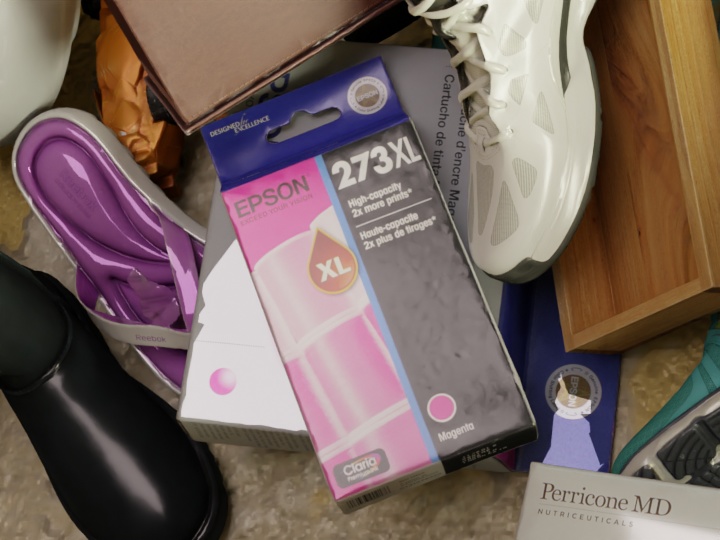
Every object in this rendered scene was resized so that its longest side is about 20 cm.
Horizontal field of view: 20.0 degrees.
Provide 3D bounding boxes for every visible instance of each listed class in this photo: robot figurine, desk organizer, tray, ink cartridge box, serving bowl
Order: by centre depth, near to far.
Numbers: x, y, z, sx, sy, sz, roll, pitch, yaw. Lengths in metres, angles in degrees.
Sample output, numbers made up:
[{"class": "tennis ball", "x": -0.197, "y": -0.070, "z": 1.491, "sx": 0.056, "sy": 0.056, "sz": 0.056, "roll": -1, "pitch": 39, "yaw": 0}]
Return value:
[{"class": "tray", "x": 0.119, "y": -0.072, "z": 0.909, "sx": 0.099, "sy": 0.037, "sz": 0.201, "roll": -30, "pitch": 62, "yaw": 52}, {"class": "ink cartridge box", "x": 0.000, "y": 0.000, "z": 0.916, "sx": 0.094, "sy": 0.037, "sz": 0.200, "roll": -21, "pitch": 70, "yaw": 0}, {"class": "desk organizer", "x": -0.023, "y": -0.156, "z": 0.940, "sx": 0.200, "sy": 0.077, "sz": 0.072, "roll": -32, "pitch": 33, "yaw": -5}, {"class": "ink cartridge box", "x": 0.027, "y": -0.009, "z": 0.954, "sx": 0.199, "sy": 0.043, "sz": 0.197, "roll": 4, "pitch": 72, "yaw": 10}, {"class": "serving bowl", "x": -0.187, "y": -0.161, "z": 1.069, "sx": 0.066, "sy": 0.200, "sz": 0.201, "roll": -5, "pitch": 63, "yaw": -19}, {"class": "robot figurine", "x": -0.087, "y": -0.142, "z": 1.072, "sx": 0.145, "sy": 0.058, "sz": 0.201, "roll": -11, "pitch": 67, "yaw": 19}]

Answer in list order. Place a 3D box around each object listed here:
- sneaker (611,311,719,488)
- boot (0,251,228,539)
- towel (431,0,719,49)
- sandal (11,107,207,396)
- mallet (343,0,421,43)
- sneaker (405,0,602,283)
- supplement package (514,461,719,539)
[{"class": "sneaker", "x": 0.183, "y": 0.033, "z": 0.895, "sx": 0.200, "sy": 0.078, "sz": 0.080, "roll": -45, "pitch": 41, "yaw": -4}, {"class": "boot", "x": -0.163, "y": 0.051, "z": 0.968, "sx": 0.076, "sy": 0.168, "sz": 0.200, "roll": -42, "pitch": 61, "yaw": 5}, {"class": "towel", "x": 0.131, "y": -0.166, "z": 1.010, "sx": 0.199, "sy": 0.022, "sz": 0.147, "roll": -2, "pitch": 70, "yaw": 22}, {"class": "sandal", "x": -0.108, "y": 0.004, "z": 1.006, "sx": 0.203, "sy": 0.050, "sz": 0.083, "roll": 43, "pitch": 115, "yaw": 15}, {"class": "mallet", "x": -0.036, "y": -0.196, "z": 1.024, "sx": 0.066, "sy": 0.041, "sz": 0.200, "roll": -41, "pitch": 78, "yaw": -6}, {"class": "sneaker", "x": 0.044, "y": -0.098, "z": 0.883, "sx": 0.076, "sy": 0.115, "sz": 0.201, "roll": 6, "pitch": 90, "yaw": 57}, {"class": "supplement package", "x": 0.170, "y": 0.157, "z": 0.792, "sx": 0.199, "sy": 0.156, "sz": 0.111, "roll": 5, "pitch": 72, "yaw": 25}]
